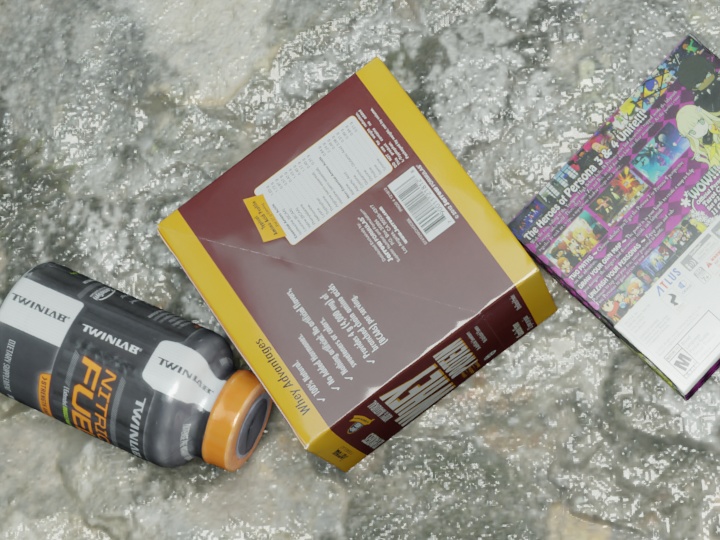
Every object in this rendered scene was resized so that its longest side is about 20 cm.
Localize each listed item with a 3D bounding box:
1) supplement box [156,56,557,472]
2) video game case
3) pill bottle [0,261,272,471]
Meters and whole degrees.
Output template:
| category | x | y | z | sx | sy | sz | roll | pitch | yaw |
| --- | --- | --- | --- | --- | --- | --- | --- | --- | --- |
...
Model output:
| category | x | y | z | sx | sy | sz | roll | pitch | yaw |
| --- | --- | --- | --- | --- | --- | --- | --- | --- | --- |
| supplement box | 0.000 | 0.000 | 1.360 | 0.199 | 0.133 | 0.198 | -37 | 73 | 2 |
| video game case | 0.235 | -0.040 | 1.370 | 0.181 | 0.036 | 0.200 | 43 | 88 | 17 |
| pill bottle | -0.165 | 0.076 | 1.391 | 0.199 | 0.106 | 0.107 | 22 | 82 | 16 |
